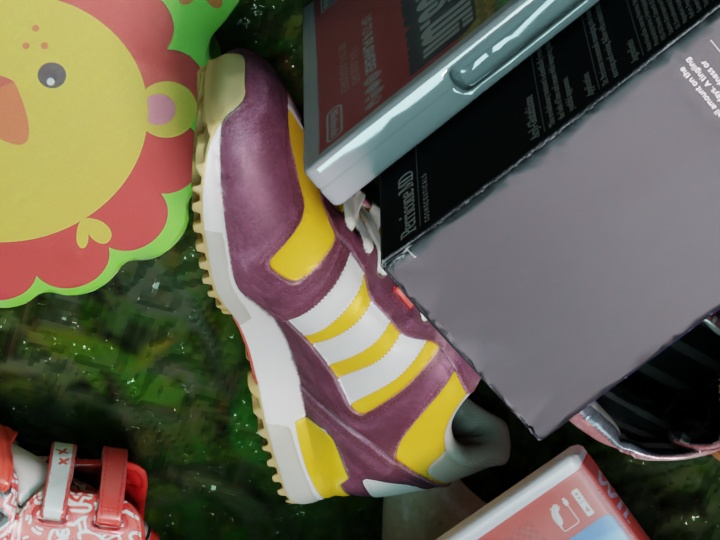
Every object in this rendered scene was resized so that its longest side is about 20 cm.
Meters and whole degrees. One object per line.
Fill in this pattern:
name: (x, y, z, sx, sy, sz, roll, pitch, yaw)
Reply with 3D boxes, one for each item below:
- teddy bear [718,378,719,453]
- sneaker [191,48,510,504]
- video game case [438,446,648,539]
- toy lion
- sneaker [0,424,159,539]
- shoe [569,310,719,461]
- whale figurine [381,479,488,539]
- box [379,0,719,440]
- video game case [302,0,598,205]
teddy bear: (0.174, 0.028, 0.837, 0.066, 0.201, 0.145, 1, 135, 37)
sneaker: (0.000, 0.000, 0.856, 0.089, 0.075, 0.201, -6, 138, 8)
video game case: (0.076, 0.180, 0.862, 0.143, 0.017, 0.201, -36, 92, 16)
toy lion: (-0.111, -0.088, 0.847, 0.199, 0.069, 0.192, -36, 116, 14)
sneaker: (-0.139, 0.068, 0.910, 0.107, 0.067, 0.202, -18, 116, 7)
shoe: (0.136, 0.044, 0.884, 0.199, 0.091, 0.072, 27, 112, -12)
whale figurine: (-0.001, 0.168, 0.949, 0.158, 0.104, 0.201, 29, 88, 1)
box: (0.080, -0.057, 0.779, 0.141, 0.200, 0.079, -35, 110, 15)
video game case: (0.061, -0.113, 0.785, 0.200, 0.143, 0.017, -38, 111, 15)
